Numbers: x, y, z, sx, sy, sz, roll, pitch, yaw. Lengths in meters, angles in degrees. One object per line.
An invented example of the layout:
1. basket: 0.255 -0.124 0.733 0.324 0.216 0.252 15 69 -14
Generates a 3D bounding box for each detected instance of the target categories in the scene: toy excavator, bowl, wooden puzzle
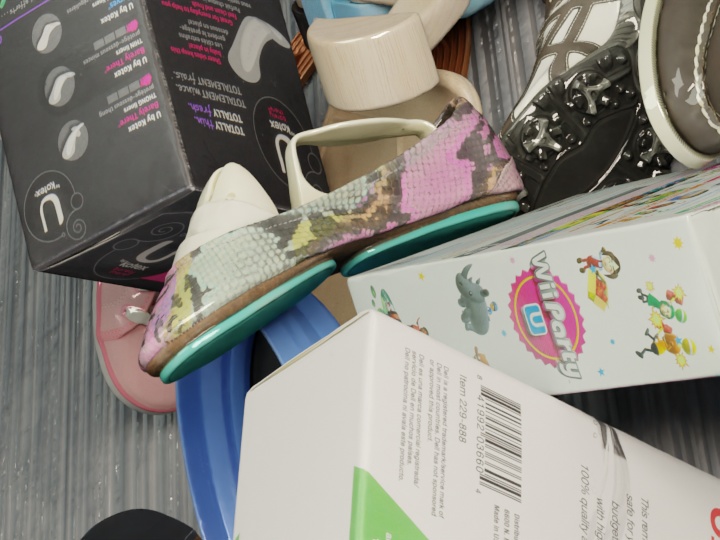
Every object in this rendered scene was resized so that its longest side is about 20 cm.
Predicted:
1. toy excavator: 0.020 -0.148 1.290 0.194 0.101 0.199 -31 26 -26
2. bowl: -0.029 0.100 1.199 0.200 0.039 0.202 165 90 -69
3. wooden puzzle: 0.000 0.000 1.304 0.185 0.037 0.202 -161 85 -69

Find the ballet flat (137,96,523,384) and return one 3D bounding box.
1. ballet flat: -0.022 -0.020 1.124 0.072 0.199 0.069 60 151 7

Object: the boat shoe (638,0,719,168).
1. boat shoe: 0.172 -0.124 1.118 0.060 0.072 0.202 -17 34 41

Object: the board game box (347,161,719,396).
1. board game box: 0.115 0.000 1.062 0.199 0.147 0.065 -13 97 52

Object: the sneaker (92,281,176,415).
1. sneaker: -0.088 -0.021 1.408 0.105 0.075 0.202 -169 93 -75

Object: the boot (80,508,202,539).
1. boot: -0.042 0.178 1.173 0.075 0.097 0.200 -43 40 -15

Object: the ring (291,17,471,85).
1. ring: -0.013 -0.082 1.444 0.200 0.019 0.202 -35 39 35

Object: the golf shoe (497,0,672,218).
1. golf shoe: 0.111 -0.090 1.223 0.200 0.078 0.094 -52 25 -1

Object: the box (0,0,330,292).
1. box: -0.106 -0.102 1.303 0.106 0.122 0.201 -26 69 30

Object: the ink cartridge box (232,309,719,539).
1. ink cartridge box: 0.053 0.126 1.007 0.084 0.199 0.147 -34 40 41
